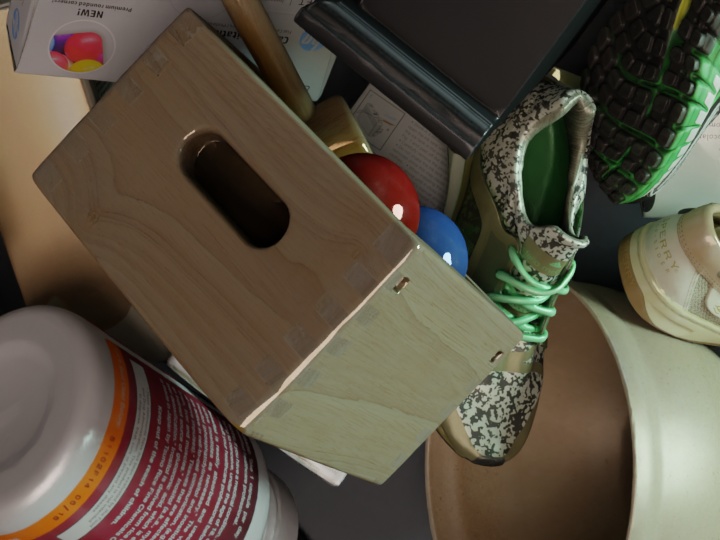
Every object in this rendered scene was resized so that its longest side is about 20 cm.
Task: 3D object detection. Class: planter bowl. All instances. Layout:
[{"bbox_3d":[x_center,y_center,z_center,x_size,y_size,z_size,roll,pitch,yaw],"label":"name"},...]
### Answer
[{"bbox_3d":[0.141,0.106,0.830,0.134,0.200,0.202,5,115,-26],"label":"planter bowl"}]

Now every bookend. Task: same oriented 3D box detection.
[{"bbox_3d":[0.090,-0.175,0.648,0.092,0.200,0.199,38,120,3],"label":"bookend"}]

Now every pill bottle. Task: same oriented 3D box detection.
[{"bbox_3d":[-0.118,0.107,0.781,0.112,0.114,0.200,-32,140,15],"label":"pill bottle"}]

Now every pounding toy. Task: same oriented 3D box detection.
[{"bbox_3d":[-0.036,-0.037,0.672,0.142,0.184,0.200,-45,65,4],"label":"pounding toy"}]

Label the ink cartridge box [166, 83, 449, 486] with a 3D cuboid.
[{"bbox_3d":[0.000,0.000,0.803,0.109,0.050,0.201,35,83,3],"label":"ink cartridge box"}]

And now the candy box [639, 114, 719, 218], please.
[{"bbox_3d":[0.215,-0.128,0.784,0.135,0.061,0.202,2,111,3],"label":"candy box"}]

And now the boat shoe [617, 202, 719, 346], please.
[{"bbox_3d":[0.221,0.010,0.795,0.199,0.073,0.065,17,144,-37],"label":"boat shoe"}]

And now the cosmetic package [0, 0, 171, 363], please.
[{"bbox_3d":[-0.152,-0.054,0.814,0.070,0.105,0.202,-12,110,7],"label":"cosmetic package"}]

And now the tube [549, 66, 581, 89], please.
[{"bbox_3d":[0.048,-0.029,0.844,0.058,0.052,0.201,7,114,-43],"label":"tube"}]

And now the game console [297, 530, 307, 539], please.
[{"bbox_3d":[-0.084,0.264,0.987,0.175,0.117,0.201,-22,112,44],"label":"game console"}]

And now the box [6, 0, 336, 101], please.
[{"bbox_3d":[-0.062,-0.169,0.679,0.154,0.041,0.201,2,134,-24],"label":"box"}]

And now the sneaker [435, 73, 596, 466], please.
[{"bbox_3d":[0.074,-0.003,0.737,0.076,0.089,0.202,5,93,-18],"label":"sneaker"}]

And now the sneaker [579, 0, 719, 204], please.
[{"bbox_3d":[0.175,-0.107,0.723,0.085,0.078,0.201,8,132,-34],"label":"sneaker"}]
